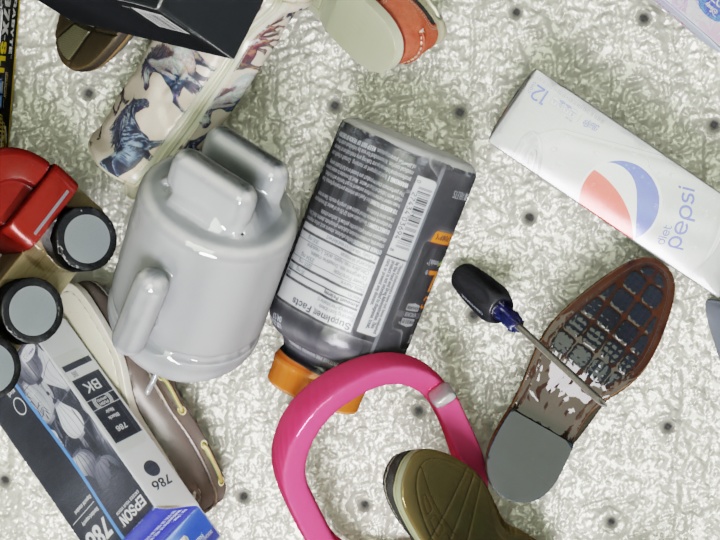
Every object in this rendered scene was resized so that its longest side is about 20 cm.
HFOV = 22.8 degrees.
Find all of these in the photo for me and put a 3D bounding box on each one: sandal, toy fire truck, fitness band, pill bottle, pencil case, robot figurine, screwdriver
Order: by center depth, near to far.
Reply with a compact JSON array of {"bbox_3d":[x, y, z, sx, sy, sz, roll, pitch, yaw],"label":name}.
[{"bbox_3d":[0.117,0.049,1.248,0.028,0.200,0.029,-4,122,-26],"label":"screwdriver"},{"bbox_3d":[-0.303,-0.025,1.250,0.200,0.129,0.176,43,68,-22],"label":"toy fire truck"},{"bbox_3d":[-0.112,-0.002,1.254,0.113,0.170,0.200,35,129,16],"label":"robot figurine"},{"bbox_3d":[-0.113,-0.141,1.267,0.078,0.090,0.200,17,120,-40],"label":"pencil case"},{"bbox_3d":[0.000,0.000,1.283,0.106,0.106,0.201,22,97,2],"label":"pill bottle"},{"bbox_3d":[0.016,0.147,1.285,0.143,0.037,0.200,-28,128,-6],"label":"fitness band"},{"bbox_3d":[-0.144,-0.216,1.296,0.200,0.055,0.082,-47,46,12],"label":"sandal"}]

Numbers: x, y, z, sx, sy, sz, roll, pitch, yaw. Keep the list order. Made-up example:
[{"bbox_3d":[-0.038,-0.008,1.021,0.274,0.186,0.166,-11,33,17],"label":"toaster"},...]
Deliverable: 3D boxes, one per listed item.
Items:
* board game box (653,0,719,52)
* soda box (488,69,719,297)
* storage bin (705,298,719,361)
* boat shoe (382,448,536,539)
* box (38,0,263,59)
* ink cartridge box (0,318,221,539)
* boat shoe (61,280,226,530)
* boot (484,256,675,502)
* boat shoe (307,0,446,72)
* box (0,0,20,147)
[{"bbox_3d":[0.240,-0.281,1.214,0.200,0.041,0.200,32,98,-34],"label":"board game box"},{"bbox_3d":[0.189,-0.064,1.279,0.200,0.068,0.064,34,98,0],"label":"soda box"},{"bbox_3d":[0.347,0.095,1.255,0.134,0.146,0.201,-20,94,-4],"label":"storage bin"},{"bbox_3d":[0.066,0.187,1.269,0.066,0.201,0.072,5,62,41],"label":"boat shoe"},{"bbox_3d":[-0.137,-0.232,1.203,0.200,0.079,0.142,20,84,46],"label":"box"},{"bbox_3d":[-0.191,0.142,1.305,0.200,0.039,0.099,51,131,11],"label":"ink cartridge box"},{"bbox_3d":[-0.165,0.094,1.330,0.072,0.059,0.201,-27,90,47],"label":"boat shoe"},{"bbox_3d":[0.151,0.076,1.294,0.075,0.097,0.200,37,86,0],"label":"boot"},{"bbox_3d":[-0.021,-0.225,1.282,0.200,0.062,0.071,48,141,15],"label":"boat shoe"},{"bbox_3d":[-0.358,-0.151,1.326,0.199,0.049,0.160,6,94,4],"label":"box"}]
